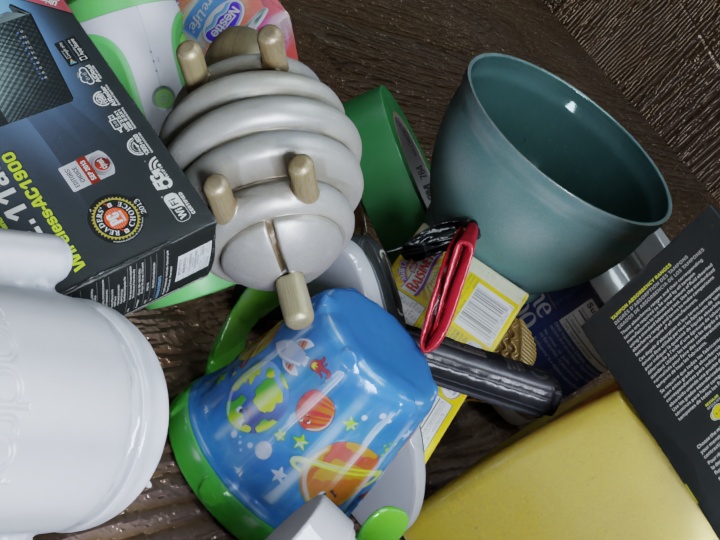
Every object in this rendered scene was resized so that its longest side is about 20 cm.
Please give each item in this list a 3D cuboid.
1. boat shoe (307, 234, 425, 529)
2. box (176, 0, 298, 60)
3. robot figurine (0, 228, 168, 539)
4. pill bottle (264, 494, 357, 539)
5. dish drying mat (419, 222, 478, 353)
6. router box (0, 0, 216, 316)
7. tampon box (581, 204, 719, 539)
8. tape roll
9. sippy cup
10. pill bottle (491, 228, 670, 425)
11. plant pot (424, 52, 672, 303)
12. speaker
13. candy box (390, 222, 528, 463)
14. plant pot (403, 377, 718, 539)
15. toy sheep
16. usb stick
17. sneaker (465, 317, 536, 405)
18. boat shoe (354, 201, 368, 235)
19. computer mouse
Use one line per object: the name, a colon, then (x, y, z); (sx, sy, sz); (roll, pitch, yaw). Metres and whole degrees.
boat shoe: (0.011, 0.073, 0.984); (0.056, 0.068, 0.203); (-20, 101, -57)
box: (-0.109, -0.151, 1.114); (0.095, 0.102, 0.200); (51, -10, 16)
robot figurine: (-0.168, 0.065, 0.689); (0.199, 0.112, 0.172); (11, 82, -54)
pill bottle: (0.018, 0.219, 0.766); (0.200, 0.116, 0.116); (44, 20, -1)
dish drying mat: (0.061, 0.008, 0.999); (0.018, 0.078, 0.200); (17, 6, 4)
router box: (-0.194, -0.055, 0.828); (0.149, 0.062, 0.201); (-28, 68, -25)
tampon box: (0.271, 0.086, 0.984); (0.149, 0.126, 0.201); (24, 29, -45)
tape roll: (0.040, -0.065, 1.333); (0.200, 0.048, 0.203); (-23, 91, -80)
sippy cup: (-0.027, 0.085, 0.906); (0.178, 0.130, 0.140); (47, 20, 5)
pill bottle: (0.188, 0.038, 1.292); (0.111, 0.199, 0.111); (49, 15, -19)
plant pot: (0.134, -0.059, 1.205); (0.198, 0.135, 0.201); (26, 31, -17)
speaker: (-0.135, -0.082, 0.969); (0.088, 0.087, 0.203); (-29, 104, -69)
candy box: (0.043, 0.056, 1.096); (0.102, 0.027, 0.200); (33, 48, 6)
plant pot: (0.180, 0.181, 1.063); (0.200, 0.176, 0.200); (49, 20, 10)
toy sheep: (-0.059, -0.058, 0.882); (0.137, 0.137, 0.203); (22, 50, -47)
usb stick: (0.045, 0.060, 1.046); (0.197, 0.033, 0.055); (18, 9, -7)
sneaker: (0.034, 0.067, 1.162); (0.197, 0.090, 0.076); (15, 50, -12)
boat shoe: (-0.039, -0.075, 1.279); (0.074, 0.075, 0.202); (38, 27, -38)
computer mouse: (0.000, 0.000, 1.102); (0.059, 0.197, 0.035); (-139, -144, -67)
